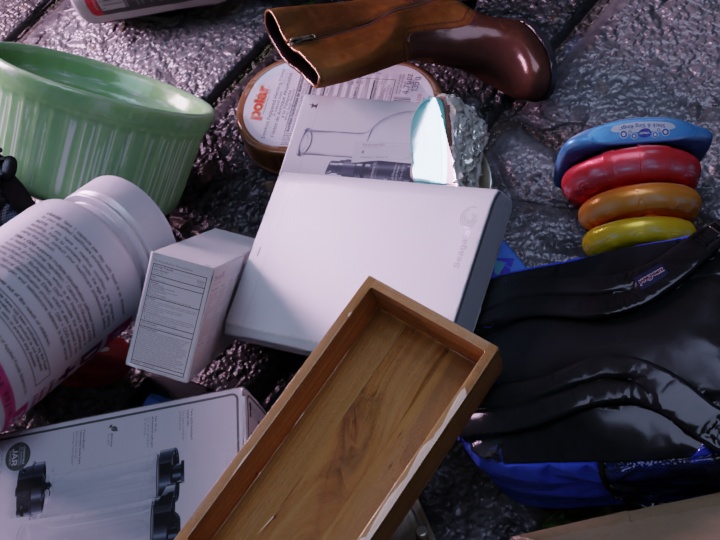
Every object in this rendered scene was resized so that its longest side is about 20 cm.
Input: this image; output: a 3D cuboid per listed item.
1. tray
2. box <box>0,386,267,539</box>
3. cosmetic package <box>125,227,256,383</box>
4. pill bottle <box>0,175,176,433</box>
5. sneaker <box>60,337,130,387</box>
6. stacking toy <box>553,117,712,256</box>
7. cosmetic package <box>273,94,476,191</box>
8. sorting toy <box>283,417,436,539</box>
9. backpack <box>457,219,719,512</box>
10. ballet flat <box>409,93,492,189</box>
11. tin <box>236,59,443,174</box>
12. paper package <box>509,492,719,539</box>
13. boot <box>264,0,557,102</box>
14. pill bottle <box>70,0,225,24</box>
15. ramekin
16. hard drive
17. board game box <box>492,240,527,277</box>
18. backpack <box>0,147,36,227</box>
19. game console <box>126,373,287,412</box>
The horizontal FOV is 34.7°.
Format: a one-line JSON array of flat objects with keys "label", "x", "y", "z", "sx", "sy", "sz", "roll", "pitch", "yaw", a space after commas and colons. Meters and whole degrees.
[{"label": "tray", "x": -0.010, "y": 0.109, "z": 0.686, "sx": 0.098, "sy": 0.037, "sz": 0.201, "roll": 28, "pitch": 70, "yaw": 25}, {"label": "box", "x": -0.157, "y": 0.157, "z": 0.767, "sx": 0.198, "sy": 0.060, "sz": 0.118, "roll": -13, "pitch": 58, "yaw": 10}, {"label": "cosmetic package", "x": -0.120, "y": 0.019, "z": 0.869, "sx": 0.050, "sy": 0.200, "sz": 0.083, "roll": 17, "pitch": 97, "yaw": 3}, {"label": "pill bottle", "x": -0.229, "y": 0.020, "z": 0.820, "sx": 0.113, "sy": 0.114, "sz": 0.200, "roll": 23, "pitch": 44, "yaw": 24}, {"label": "sneaker", "x": -0.277, "y": 0.030, "z": 0.987, "sx": 0.198, "sy": 0.079, "sz": 0.117, "roll": 5, "pitch": 64, "yaw": 16}, {"label": "stacking toy", "x": 0.213, "y": -0.006, "z": 0.876, "sx": 0.115, "sy": 0.110, "sz": 0.202, "roll": -3, "pitch": 75, "yaw": 2}, {"label": "cosmetic package", "x": 0.003, "y": -0.041, "z": 0.915, "sx": 0.149, "sy": 0.052, "sz": 0.202, "roll": 6, "pitch": 64, "yaw": 20}, {"label": "sorting toy", "x": -0.006, "y": 0.178, "z": 0.772, "sx": 0.106, "sy": 0.180, "sz": 0.201, "roll": -24, "pitch": 58, "yaw": 0}, {"label": "backpack", "x": 0.166, "y": 0.087, "z": 0.768, "sx": 0.198, "sy": 0.168, "sz": 0.164, "roll": -8, "pitch": 54, "yaw": 22}, {"label": "ballet flat", "x": 0.069, "y": -0.035, "z": 0.836, "sx": 0.071, "sy": 0.072, "sz": 0.202, "roll": 1, "pitch": 68, "yaw": 15}, {"label": "tin", "x": -0.017, "y": -0.139, "z": 1.035, "sx": 0.198, "sy": 0.042, "sz": 0.113, "roll": 5, "pitch": 59, "yaw": 17}, {"label": "paper package", "x": 0.195, "y": 0.247, "z": 0.669, "sx": 0.189, "sy": 0.202, "sz": 0.104, "roll": -14, "pitch": 14, "yaw": 7}, {"label": "boot", "x": 0.044, "y": -0.187, "z": 0.973, "sx": 0.199, "sy": 0.069, "sz": 0.189, "roll": -16, "pitch": 52, "yaw": -32}, {"label": "pill bottle", "x": -0.184, "y": -0.311, "z": 1.130, "sx": 0.198, "sy": 0.111, "sz": 0.112, "roll": -7, "pitch": 60, "yaw": 11}, {"label": "ramekin", "x": -0.232, "y": -0.118, "z": 0.988, "sx": 0.199, "sy": 0.199, "sz": 0.099, "roll": 25, "pitch": 105, "yaw": 25}, {"label": "hard drive", "x": 0.000, "y": 0.000, "z": 0.809, "sx": 0.199, "sy": 0.026, "sz": 0.133, "roll": 8, "pitch": 73, "yaw": 40}, {"label": "board game box", "x": 0.047, "y": 0.014, "z": 0.928, "sx": 0.151, "sy": 0.045, "sz": 0.200, "roll": -34, "pitch": 58, "yaw": -5}, {"label": "backpack", "x": -0.351, "y": 0.007, "z": 0.902, "sx": 0.182, "sy": 0.147, "sz": 0.201, "roll": 13, "pitch": 58, "yaw": 38}, {"label": "game console", "x": -0.148, "y": 0.168, "z": 0.857, "sx": 0.116, "sy": 0.176, "sz": 0.201, "roll": 27, "pitch": 69, "yaw": -5}]
